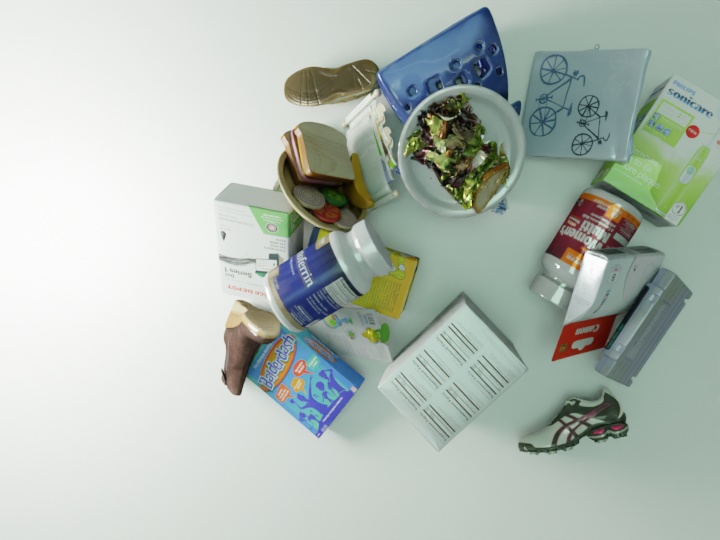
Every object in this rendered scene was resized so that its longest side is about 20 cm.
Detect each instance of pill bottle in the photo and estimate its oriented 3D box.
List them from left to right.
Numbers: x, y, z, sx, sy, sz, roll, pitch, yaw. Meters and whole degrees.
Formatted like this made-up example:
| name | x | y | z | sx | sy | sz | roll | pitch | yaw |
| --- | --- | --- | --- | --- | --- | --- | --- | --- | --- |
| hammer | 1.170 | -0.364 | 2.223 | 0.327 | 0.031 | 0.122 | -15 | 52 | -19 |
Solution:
| name | x | y | z | sx | sy | sz | roll | pitch | yaw |
| --- | --- | --- | --- | --- | --- | --- | --- | --- | --- |
| pill bottle | -0.051 | 0.007 | 0.879 | 0.198 | 0.116 | 0.117 | -31 | 89 | 10 |
| pill bottle | 0.384 | -0.031 | 0.918 | 0.109 | 0.110 | 0.202 | 31 | 98 | 6 |

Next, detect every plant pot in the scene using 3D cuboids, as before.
| name | x | y | z | sx | sy | sz | roll | pitch | yaw |
| --- | --- | --- | --- | --- | --- | --- | --- | --- | --- |
| plant pot | 0.155 | -0.290 | 0.899 | 0.198 | 0.200 | 0.182 | -27 | 96 | 10 |

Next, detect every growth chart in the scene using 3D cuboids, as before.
| name | x | y | z | sx | sy | sz | roll | pitch | yaw |
| --- | --- | --- | --- | --- | --- | --- | --- | --- | --- |
| growth chart | 0.018 | -0.211 | 0.970 | 0.144 | 0.018 | 0.203 | -12 | 90 | 54 |

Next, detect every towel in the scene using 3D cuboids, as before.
| name | x | y | z | sx | sy | sz | roll | pitch | yaw |
| --- | --- | --- | --- | --- | --- | --- | --- | --- | --- |
| towel | 0.164 | -0.154 | 0.927 | 0.198 | 0.147 | 0.024 | 23 | 112 | 7 |

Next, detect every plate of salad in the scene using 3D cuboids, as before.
| name | x | y | z | sx | sy | sz | roll | pitch | yaw |
| --- | --- | --- | --- | --- | --- | --- | --- | --- | --- |
| plate of salad | 0.156 | -0.177 | 0.812 | 0.196 | 0.048 | 0.203 | 1 | 111 | 2 |

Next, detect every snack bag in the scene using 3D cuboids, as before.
| name | x | y | z | sx | sy | sz | roll | pitch | yaw |
| --- | --- | --- | --- | --- | --- | --- | --- | --- | --- |
| snack bag | 0.376 | -0.285 | 0.906 | 0.198 | 0.021 | 0.192 | 13 | 95 | 36 |

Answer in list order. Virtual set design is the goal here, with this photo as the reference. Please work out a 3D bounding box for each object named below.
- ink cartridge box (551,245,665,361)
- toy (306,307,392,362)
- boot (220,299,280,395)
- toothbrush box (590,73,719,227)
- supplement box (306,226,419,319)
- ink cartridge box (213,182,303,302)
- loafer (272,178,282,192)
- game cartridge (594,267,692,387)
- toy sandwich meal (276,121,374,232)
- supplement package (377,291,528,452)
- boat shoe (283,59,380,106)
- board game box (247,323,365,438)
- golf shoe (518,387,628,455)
| name | x | y | z | sx | sy | sz | roll | pitch | yaw |
| --- | --- | --- | --- | --- | --- | --- | --- | --- | --- |
| ink cartridge box | 0.410 | 0.061 | 0.880 | 0.160 | 0.057 | 0.203 | -5 | 112 | -32 |
| toy | -0.030 | 0.106 | 0.994 | 0.198 | 0.047 | 0.117 | 3 | 123 | 38 |
| boot | -0.211 | 0.157 | 1.003 | 0.071 | 0.199 | 0.169 | 6 | 97 | -31 |
| toothbrush box | 0.517 | -0.196 | 0.897 | 0.145 | 0.086 | 0.201 | 34 | 97 | 6 |
| supplement box | 0.000 | 0.000 | 0.984 | 0.197 | 0.109 | 0.111 | 19 | 97 | 7 |
| ink cartridge box | -0.184 | -0.045 | 0.982 | 0.144 | 0.085 | 0.203 | 11 | 124 | 10 |
| loafer | -0.115 | -0.169 | 1.009 | 0.067 | 0.076 | 0.203 | 21 | 96 | 13 |
| game cartridge | 0.483 | 0.101 | 0.907 | 0.202 | 0.129 | 0.038 | -60 | 40 | 8 |
| toy sandwich meal | -0.055 | -0.162 | 0.919 | 0.206 | 0.205 | 0.070 | 50 | 131 | 3 |
| supplement package | 0.159 | 0.166 | 0.927 | 0.200 | 0.191 | 0.147 | -45 | 86 | 10 |
| boat shoe | -0.048 | -0.342 | 0.990 | 0.197 | 0.066 | 0.075 | 2 | 95 | 24 |
| board game box | -0.112 | 0.206 | 1.031 | 0.199 | 0.045 | 0.153 | 38 | 115 | 6 |
| golf shoe | 0.379 | 0.282 | 0.969 | 0.197 | 0.077 | 0.089 | -18 | 71 | 8 |
